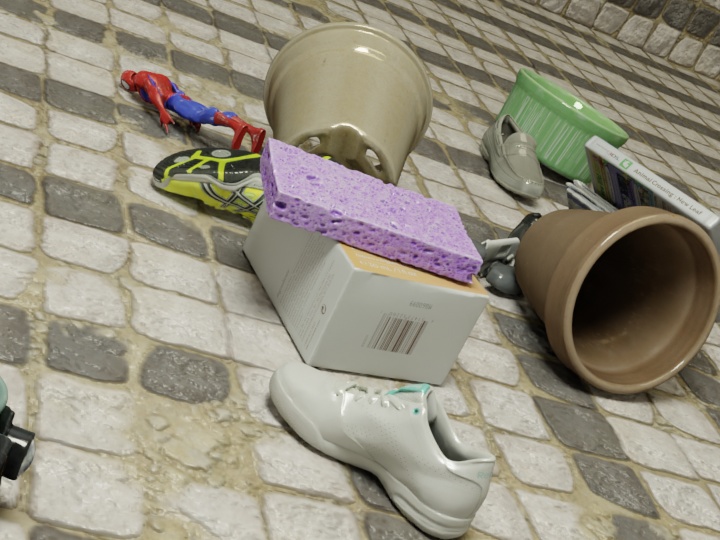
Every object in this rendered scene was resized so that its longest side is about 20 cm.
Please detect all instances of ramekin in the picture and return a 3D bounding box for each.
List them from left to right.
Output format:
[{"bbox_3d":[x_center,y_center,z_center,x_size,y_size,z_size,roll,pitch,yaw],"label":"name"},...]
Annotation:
[{"bbox_3d":[0.307,-0.221,1.953,0.200,0.098,0.200,30,17,-10],"label":"ramekin"}]

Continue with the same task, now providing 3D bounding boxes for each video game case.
[{"bbox_3d":[0.337,-0.045,1.422,0.182,0.022,0.200,41,-12,35],"label":"video game case"}]

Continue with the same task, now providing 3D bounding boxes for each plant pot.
[{"bbox_3d":[-0.023,-0.147,1.400,0.200,0.201,0.184,22,35,-10],"label":"plant pot"},{"bbox_3d":[0.260,0.009,1.358,0.200,0.200,0.175,13,13,-28],"label":"plant pot"}]

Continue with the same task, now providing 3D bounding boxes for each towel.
[{"bbox_3d":[0.310,-0.018,1.506,0.147,0.024,0.200,42,-11,29],"label":"towel"}]

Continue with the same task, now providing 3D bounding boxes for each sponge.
[{"bbox_3d":[0.008,-0.053,1.134,0.200,0.030,0.112,18,25,-18],"label":"sponge"}]

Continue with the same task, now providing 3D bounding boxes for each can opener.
[{"bbox_3d":[0.124,-0.005,1.395,0.200,0.053,0.066,-3,37,-49],"label":"can opener"}]

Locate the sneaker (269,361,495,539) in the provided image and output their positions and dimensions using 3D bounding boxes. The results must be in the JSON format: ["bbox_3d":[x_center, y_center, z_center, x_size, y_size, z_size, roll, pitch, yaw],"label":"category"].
[{"bbox_3d":[0.021,0.116,0.987,0.200,0.089,0.075,34,26,19],"label":"sneaker"}]

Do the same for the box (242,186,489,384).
[{"bbox_3d":[0.000,0.000,1.188,0.152,0.106,0.200,11,28,-32],"label":"box"}]

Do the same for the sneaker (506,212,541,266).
[{"bbox_3d":[0.262,-0.005,1.487,0.200,0.091,0.066,27,21,3],"label":"sneaker"}]

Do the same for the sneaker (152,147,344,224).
[{"bbox_3d":[-0.114,-0.078,1.288,0.200,0.076,0.075,6,28,-1],"label":"sneaker"}]

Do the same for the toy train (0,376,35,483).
[{"bbox_3d":[-0.293,0.093,0.729,0.200,0.085,0.114,22,33,-9],"label":"toy train"}]

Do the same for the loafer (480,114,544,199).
[{"bbox_3d":[0.223,-0.166,1.813,0.070,0.070,0.200,16,25,-22],"label":"loafer"}]

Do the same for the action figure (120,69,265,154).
[{"bbox_3d":[-0.203,-0.185,1.441,0.200,0.052,0.065,32,18,26],"label":"action figure"}]
